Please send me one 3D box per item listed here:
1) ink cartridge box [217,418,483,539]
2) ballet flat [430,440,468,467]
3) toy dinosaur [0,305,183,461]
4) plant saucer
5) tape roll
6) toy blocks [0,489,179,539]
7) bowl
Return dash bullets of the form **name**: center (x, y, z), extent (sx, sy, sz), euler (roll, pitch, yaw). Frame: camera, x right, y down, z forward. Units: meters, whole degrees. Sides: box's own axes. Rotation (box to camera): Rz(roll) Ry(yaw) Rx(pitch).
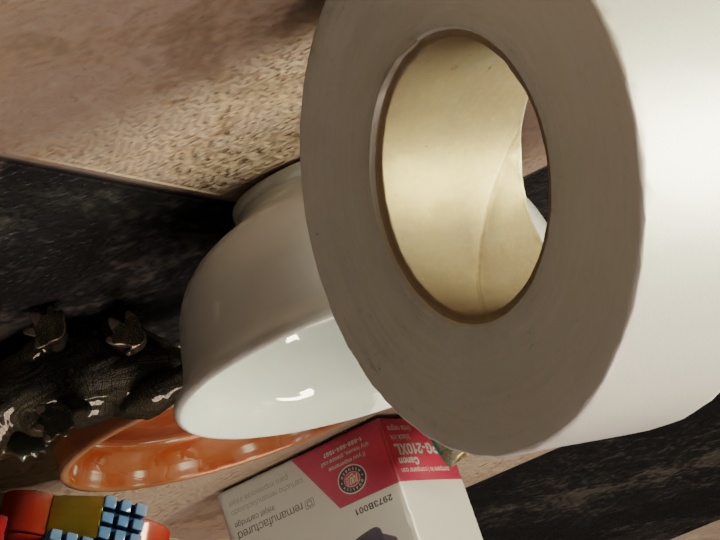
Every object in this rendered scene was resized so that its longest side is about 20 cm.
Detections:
- **ink cartridge box**: center (0.009, 0.216, 1.769), extent (0.145, 0.200, 0.084), euler (-28, 162, 29)
- **ballet flat**: center (0.135, 0.078, 1.697), extent (0.200, 0.062, 0.067), euler (-17, 165, -8)
- **toy dinosaur**: center (-0.128, 0.052, 1.325), extent (0.200, 0.077, 0.102), euler (-19, 177, -16)
- **plant saucer**: center (-0.076, 0.076, 1.505), extent (0.200, 0.032, 0.200), euler (-18, 166, -5)
- **tape roll**: center (0.061, -0.037, 0.956), extent (0.071, 0.203, 0.202), euler (-7, 161, -34)
- **toy blocks**: center (-0.164, 0.167, 1.543), extent (0.200, 0.100, 0.137), euler (16, 159, -13)
- **bowl**: center (0.000, 0.000, 1.217), extent (0.201, 0.090, 0.201), euler (-16, 165, -5)
